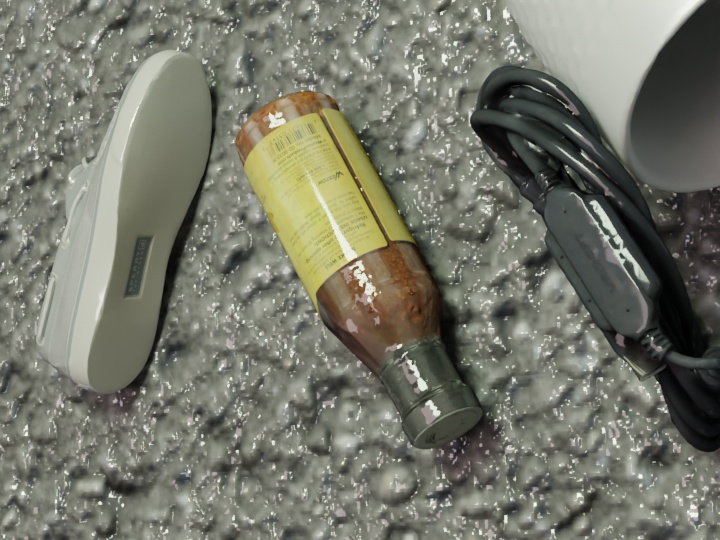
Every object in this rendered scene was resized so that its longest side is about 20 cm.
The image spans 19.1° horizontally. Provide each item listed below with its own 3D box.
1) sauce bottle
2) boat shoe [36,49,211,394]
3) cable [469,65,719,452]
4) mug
[{"bbox_3d":[0.000,0.000,1.115,0.066,0.066,0.200,-39,63,26],"label":"sauce bottle"},{"bbox_3d":[-0.140,-0.032,1.223,0.068,0.072,0.200,21,106,35],"label":"boat shoe"},{"bbox_3d":[0.116,-0.012,0.980,0.051,0.163,0.200,-36,66,6],"label":"cable"},{"bbox_3d":[0.158,-0.161,0.988,0.200,0.148,0.175,-32,56,-4],"label":"mug"}]
